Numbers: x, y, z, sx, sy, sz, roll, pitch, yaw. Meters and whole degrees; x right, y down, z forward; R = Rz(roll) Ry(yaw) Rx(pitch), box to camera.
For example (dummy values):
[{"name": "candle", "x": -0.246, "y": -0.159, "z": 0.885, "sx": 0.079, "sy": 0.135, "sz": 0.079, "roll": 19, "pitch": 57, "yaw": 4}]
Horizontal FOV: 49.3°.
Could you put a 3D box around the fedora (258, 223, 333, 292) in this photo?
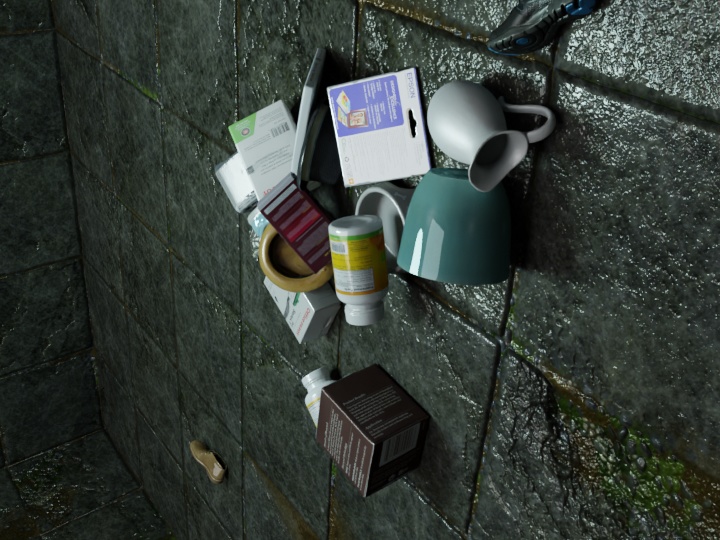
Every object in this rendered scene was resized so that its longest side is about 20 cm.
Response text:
[{"name": "fedora", "x": -0.140, "y": -0.046, "z": 1.844, "sx": 0.195, "sy": 0.082, "sz": 0.206, "roll": 1, "pitch": 97, "yaw": 10}]

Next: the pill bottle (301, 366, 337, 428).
[{"name": "pill bottle", "x": -0.072, "y": 0.347, "z": 1.942, "sx": 0.203, "sy": 0.103, "sz": 0.104, "roll": 63, "pitch": 145, "yaw": 14}]

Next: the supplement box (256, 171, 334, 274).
[{"name": "supplement box", "x": -0.125, "y": -0.106, "z": 1.736, "sx": 0.201, "sy": 0.108, "sz": 0.061, "roll": 49, "pitch": -172, "yaw": -15}]

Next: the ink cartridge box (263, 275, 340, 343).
[{"name": "ink cartridge box", "x": -0.146, "y": 0.054, "z": 1.936, "sx": 0.202, "sy": 0.083, "sz": 0.147, "roll": 56, "pitch": 144, "yaw": 24}]

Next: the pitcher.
[{"name": "pitcher", "x": 0.206, "y": -0.238, "z": 1.270, "sx": 0.122, "sy": 0.169, "sz": 0.201, "roll": 62, "pitch": 179, "yaw": -42}]

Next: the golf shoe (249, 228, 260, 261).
[{"name": "golf shoe", "x": -0.243, "y": -0.098, "z": 2.018, "sx": 0.199, "sy": 0.077, "sz": 0.096, "roll": -35, "pitch": 76, "yaw": 54}]

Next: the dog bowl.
[{"name": "dog bowl", "x": 0.061, "y": -0.086, "z": 1.595, "sx": 0.199, "sy": 0.058, "sz": 0.205, "roll": 30, "pitch": 129, "yaw": 46}]

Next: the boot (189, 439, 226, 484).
[{"name": "boot", "x": -0.542, "y": 0.669, "z": 2.822, "sx": 0.199, "sy": 0.073, "sz": 0.077, "roll": 41, "pitch": 117, "yaw": 33}]

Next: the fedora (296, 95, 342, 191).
[{"name": "fedora", "x": -0.066, "y": -0.255, "z": 1.640, "sx": 0.089, "sy": 0.202, "sz": 0.204, "roll": 17, "pitch": 129, "yaw": 3}]

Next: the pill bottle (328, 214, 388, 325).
[{"name": "pill bottle", "x": 0.000, "y": 0.000, "z": 1.572, "sx": 0.110, "sy": 0.109, "sz": 0.205, "roll": 16, "pitch": 118, "yaw": 51}]

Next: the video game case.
[{"name": "video game case", "x": -0.110, "y": -0.339, "z": 1.662, "sx": 0.184, "sy": 0.023, "sz": 0.203, "roll": -80, "pitch": 3, "yaw": -51}]

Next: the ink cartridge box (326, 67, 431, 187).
[{"name": "ink cartridge box", "x": 0.042, "y": -0.275, "z": 1.528, "sx": 0.195, "sy": 0.047, "sz": 0.203, "roll": -5, "pitch": 101, "yaw": 27}]

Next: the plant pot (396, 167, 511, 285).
[{"name": "plant pot", "x": 0.166, "y": -0.084, "z": 1.330, "sx": 0.199, "sy": 0.197, "sz": 0.165, "roll": 25, "pitch": 115, "yaw": 48}]

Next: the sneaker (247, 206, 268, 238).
[{"name": "sneaker", "x": -0.189, "y": -0.150, "z": 1.894, "sx": 0.200, "sy": 0.073, "sz": 0.083, "roll": -43, "pitch": 74, "yaw": 33}]

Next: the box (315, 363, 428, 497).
[{"name": "box", "x": 0.023, "y": 0.353, "z": 1.750, "sx": 0.199, "sy": 0.163, "sz": 0.167, "roll": 40, "pitch": 136, "yaw": 39}]

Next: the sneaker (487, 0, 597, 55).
[{"name": "sneaker", "x": 0.266, "y": -0.388, "z": 1.166, "sx": 0.198, "sy": 0.072, "sz": 0.084, "roll": -21, "pitch": 71, "yaw": 51}]

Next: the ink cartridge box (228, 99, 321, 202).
[{"name": "ink cartridge box", "x": -0.195, "y": -0.261, "z": 1.799, "sx": 0.084, "sy": 0.143, "sz": 0.204, "roll": 40, "pitch": -154, "yaw": -80}]

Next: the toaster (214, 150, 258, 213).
[{"name": "toaster", "x": -0.267, "y": -0.230, "z": 1.925, "sx": 0.198, "sy": 0.113, "sz": 0.131, "roll": -32, "pitch": 81, "yaw": 25}]
